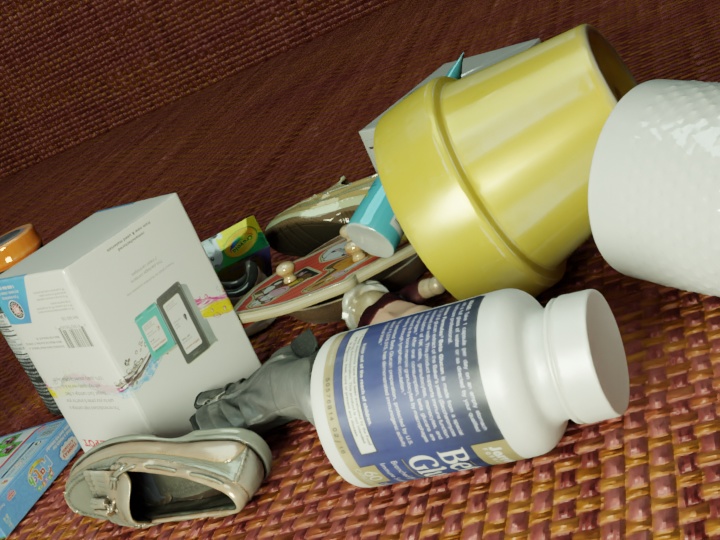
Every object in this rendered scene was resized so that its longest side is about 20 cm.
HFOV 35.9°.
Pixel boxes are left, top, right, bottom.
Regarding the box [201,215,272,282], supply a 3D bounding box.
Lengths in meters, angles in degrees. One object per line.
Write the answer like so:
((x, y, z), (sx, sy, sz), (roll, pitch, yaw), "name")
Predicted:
((-0.196, 0.019, 1.268), (0.198, 0.049, 0.118), (-27, -16, -11), "box")

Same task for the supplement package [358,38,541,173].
((0.126, -0.172, 1.328), (0.154, 0.112, 0.200), (-6, 27, 45), "supplement package")

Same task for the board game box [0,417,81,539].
((-0.389, 0.221, 1.108), (0.197, 0.037, 0.152), (-17, 21, 26), "board game box")

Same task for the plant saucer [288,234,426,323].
((0.000, 0.000, 1.169), (0.197, 0.035, 0.201), (-23, 19, 8), "plant saucer")

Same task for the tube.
((0.053, -0.107, 1.042), (0.202, 0.050, 0.078), (-61, -6, -23), "tube")

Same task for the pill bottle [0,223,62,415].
((-0.348, 0.051, 1.241), (0.105, 0.202, 0.107), (-22, 19, 8), "pill bottle")

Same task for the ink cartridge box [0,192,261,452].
((-0.218, 0.057, 1.051), (0.145, 0.202, 0.146), (-6, 25, 45), "ink cartridge box")

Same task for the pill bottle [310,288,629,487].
((0.074, 0.076, 0.750), (0.197, 0.112, 0.111), (-17, 21, 28), "pill bottle")

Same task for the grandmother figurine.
((0.027, 0.051, 0.971), (0.120, 0.061, 0.200), (-30, 16, -7), "grandmother figurine")

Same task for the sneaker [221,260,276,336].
((-0.184, 0.051, 1.205), (0.198, 0.083, 0.077), (-28, 19, -5), "sneaker")

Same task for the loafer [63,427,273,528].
((-0.165, 0.173, 0.892), (0.197, 0.073, 0.063), (-15, 29, 24), "loafer")

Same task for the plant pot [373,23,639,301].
((0.141, -0.093, 0.912), (0.187, 0.202, 0.201), (-31, 15, 25), "plant pot")

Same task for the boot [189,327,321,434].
((-0.076, 0.120, 0.925), (0.130, 0.071, 0.200), (-29, 7, -4), "boot")

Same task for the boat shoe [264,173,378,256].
((-0.021, -0.073, 1.303), (0.197, 0.072, 0.077), (-12, 53, 22), "boat shoe")

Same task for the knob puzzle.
((-0.045, -0.004, 1.097), (0.217, 0.031, 0.220), (-23, 13, 6), "knob puzzle")

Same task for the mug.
((0.290, -0.054, 0.786), (0.198, 0.151, 0.174), (-3, 12, -40), "mug")
